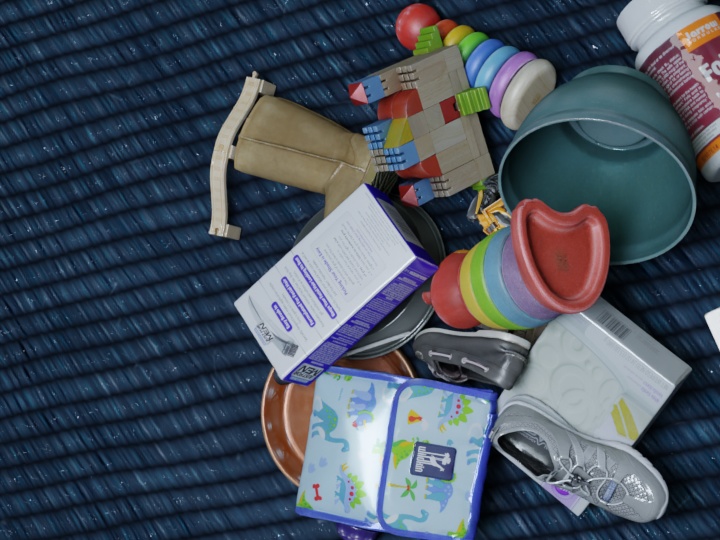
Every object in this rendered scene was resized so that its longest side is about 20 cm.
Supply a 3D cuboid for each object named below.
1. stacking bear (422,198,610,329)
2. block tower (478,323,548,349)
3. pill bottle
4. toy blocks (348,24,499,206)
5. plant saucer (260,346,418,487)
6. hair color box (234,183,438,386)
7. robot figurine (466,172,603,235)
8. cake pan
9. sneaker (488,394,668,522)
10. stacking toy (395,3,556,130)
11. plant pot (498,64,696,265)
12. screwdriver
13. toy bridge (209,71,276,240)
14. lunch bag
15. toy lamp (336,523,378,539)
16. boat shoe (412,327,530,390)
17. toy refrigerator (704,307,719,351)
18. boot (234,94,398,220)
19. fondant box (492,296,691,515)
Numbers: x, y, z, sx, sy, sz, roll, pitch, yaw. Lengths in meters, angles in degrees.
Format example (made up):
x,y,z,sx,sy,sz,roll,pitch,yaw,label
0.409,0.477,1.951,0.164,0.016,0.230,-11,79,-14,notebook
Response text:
x,y,z,sx,sy,sz,roll,pitch,yaw,label
0.147,0.008,1.591,0.199,0.121,0.115,-20,70,53,stacking bear
0.185,0.048,1.703,0.199,0.058,0.054,25,119,22,block tower
0.362,-0.206,1.634,0.114,0.114,0.201,-34,75,15,pill bottle
0.065,-0.153,1.704,0.100,0.136,0.202,0,113,52,toy blocks
-0.019,0.164,1.792,0.199,0.032,0.202,-2,84,21,plant saucer
-0.027,0.017,1.652,0.200,0.065,0.110,-41,63,13,hair color box
0.214,-0.071,1.689,0.199,0.058,0.146,-32,74,-3,robot figurine
0.000,0.000,1.774,0.199,0.037,0.202,-8,70,22,cake pan
0.218,0.206,1.588,0.199,0.082,0.075,26,119,19,sneaker
0.122,-0.241,1.757,0.200,0.085,0.086,36,98,27,stacking toy
0.252,-0.124,1.585,0.199,0.201,0.135,3,48,21,plant pot
-0.024,0.095,1.737,0.199,0.029,0.028,-23,60,40,screwdriver
-0.149,-0.139,1.849,0.027,0.067,0.202,14,90,27,toy bridge
0.043,0.198,1.679,0.198,0.127,0.172,9,88,22,lunch bag
-0.029,0.385,1.763,0.058,0.058,0.202,18,91,21,toy lamp
0.109,0.099,1.678,0.200,0.067,0.057,-8,60,61,boat shoe
0.463,0.037,1.595,0.199,0.076,0.070,-26,77,16,toy refrigerator
-0.064,-0.099,1.784,0.199,0.066,0.176,20,73,31,boot
0.234,0.138,1.638,0.144,0.058,0.201,38,123,14,fondant box
